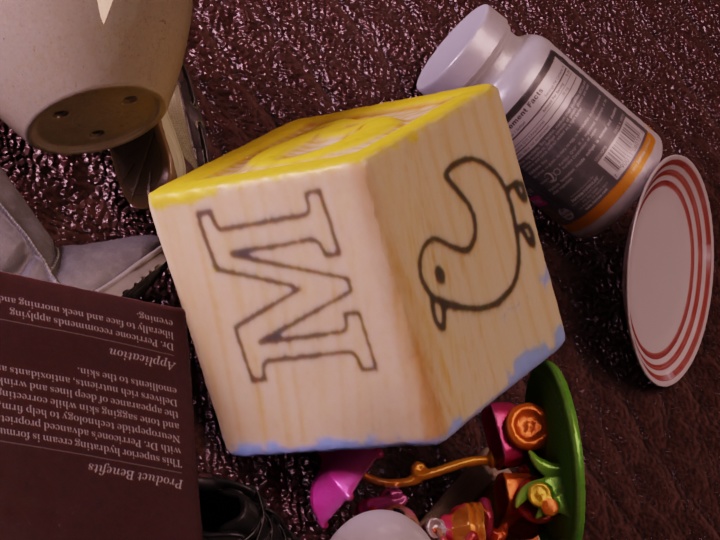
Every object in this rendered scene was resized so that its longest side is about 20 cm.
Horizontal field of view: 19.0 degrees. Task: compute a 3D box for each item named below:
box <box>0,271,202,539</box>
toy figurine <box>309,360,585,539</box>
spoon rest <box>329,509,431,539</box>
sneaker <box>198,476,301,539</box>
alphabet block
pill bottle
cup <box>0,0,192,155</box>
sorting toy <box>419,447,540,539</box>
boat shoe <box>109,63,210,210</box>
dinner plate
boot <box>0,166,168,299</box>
[{"bbox_3d":[-0.206,0.128,1.307,0.166,0.164,0.200,14,53,-29],"label":"box"},{"bbox_3d":[0.057,0.170,1.540,0.184,0.150,0.200,-5,73,-9],"label":"toy figurine"},{"bbox_3d":[-0.014,0.247,1.438,0.099,0.061,0.200,51,58,-19],"label":"spoon rest"},{"bbox_3d":[-0.081,0.186,1.439,0.200,0.091,0.076,25,45,-28],"label":"sneaker"},{"bbox_3d":[0.000,0.000,1.516,0.195,0.196,0.200,-34,111,-52],"label":"alphabet block"},{"bbox_3d":[0.153,-0.130,1.853,0.200,0.116,0.116,39,43,-12],"label":"pill bottle"},{"bbox_3d":[-0.200,-0.166,1.509,0.200,0.200,0.143,1,63,-41],"label":"cup"},{"bbox_3d":[0.116,0.246,1.609,0.185,0.036,0.200,48,41,-2],"label":"sorting toy"},{"bbox_3d":[-0.157,-0.126,1.620,0.065,0.073,0.200,21,49,-47],"label":"boat shoe"},{"bbox_3d":[0.261,0.000,1.858,0.200,0.024,0.200,-14,106,-61],"label":"dinner plate"},{"bbox_3d":[-0.240,-0.043,1.491,0.200,0.073,0.182,48,39,7],"label":"boot"}]
